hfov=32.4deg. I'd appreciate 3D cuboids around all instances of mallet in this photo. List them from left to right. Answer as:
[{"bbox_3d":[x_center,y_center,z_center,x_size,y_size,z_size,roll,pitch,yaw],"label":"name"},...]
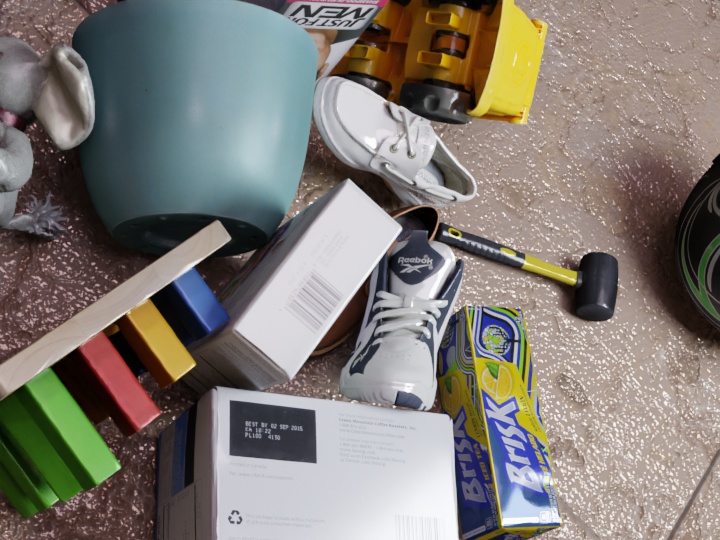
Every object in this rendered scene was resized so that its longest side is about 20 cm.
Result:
[{"bbox_3d":[0.164,0.002,1.208,0.200,0.041,0.066,12,64,-19],"label":"mallet"}]

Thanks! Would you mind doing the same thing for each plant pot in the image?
[{"bbox_3d":[-0.134,-0.101,0.992,0.200,0.201,0.161,7,74,-27],"label":"plant pot"}]

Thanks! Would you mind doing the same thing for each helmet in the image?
[{"bbox_3d":[0.420,-0.018,1.265,0.200,0.191,0.200,6,33,-4],"label":"helmet"}]

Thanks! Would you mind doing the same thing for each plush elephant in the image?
[{"bbox_3d":[-0.288,-0.115,0.923,0.200,0.165,0.155,14,83,-51],"label":"plush elephant"}]

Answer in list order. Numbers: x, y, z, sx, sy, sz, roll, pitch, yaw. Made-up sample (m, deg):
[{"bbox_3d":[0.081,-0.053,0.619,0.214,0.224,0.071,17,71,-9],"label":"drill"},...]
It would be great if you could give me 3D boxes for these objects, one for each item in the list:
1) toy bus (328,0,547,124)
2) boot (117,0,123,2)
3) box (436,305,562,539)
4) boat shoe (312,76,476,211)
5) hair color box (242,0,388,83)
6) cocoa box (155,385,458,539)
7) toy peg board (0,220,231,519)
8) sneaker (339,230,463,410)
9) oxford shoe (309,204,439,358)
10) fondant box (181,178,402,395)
[{"bbox_3d":[0.080,-0.206,1.191,0.192,0.200,0.136,8,94,-57],"label":"toy bus"},{"bbox_3d":[-0.133,-0.297,1.150,0.211,0.079,0.158,-7,66,-25],"label":"boot"},{"bbox_3d":[0.117,0.136,1.091,0.064,0.070,0.200,3,65,-26],"label":"box"},{"bbox_3d":[0.037,-0.114,1.091,0.200,0.069,0.071,31,66,-47],"label":"boat shoe"},{"bbox_3d":[-0.055,-0.222,1.083,0.099,0.200,0.061,-5,69,-31],"label":"hair color box"},{"bbox_3d":[-0.043,0.177,0.940,0.200,0.131,0.134,10,63,-26],"label":"cocoa box"},{"bbox_3d":[-0.184,0.081,0.870,0.199,0.200,0.098,-38,95,-37],"label":"toy peg board"},{"bbox_3d":[0.036,0.034,1.004,0.079,0.199,0.130,9,98,12],"label":"sneaker"},{"bbox_3d":[0.000,0.000,1.091,0.071,0.071,0.200,47,55,-4],"label":"oxford shoe"},{"bbox_3d":[-0.064,0.022,0.944,0.058,0.200,0.144,41,67,-11],"label":"fondant box"}]
